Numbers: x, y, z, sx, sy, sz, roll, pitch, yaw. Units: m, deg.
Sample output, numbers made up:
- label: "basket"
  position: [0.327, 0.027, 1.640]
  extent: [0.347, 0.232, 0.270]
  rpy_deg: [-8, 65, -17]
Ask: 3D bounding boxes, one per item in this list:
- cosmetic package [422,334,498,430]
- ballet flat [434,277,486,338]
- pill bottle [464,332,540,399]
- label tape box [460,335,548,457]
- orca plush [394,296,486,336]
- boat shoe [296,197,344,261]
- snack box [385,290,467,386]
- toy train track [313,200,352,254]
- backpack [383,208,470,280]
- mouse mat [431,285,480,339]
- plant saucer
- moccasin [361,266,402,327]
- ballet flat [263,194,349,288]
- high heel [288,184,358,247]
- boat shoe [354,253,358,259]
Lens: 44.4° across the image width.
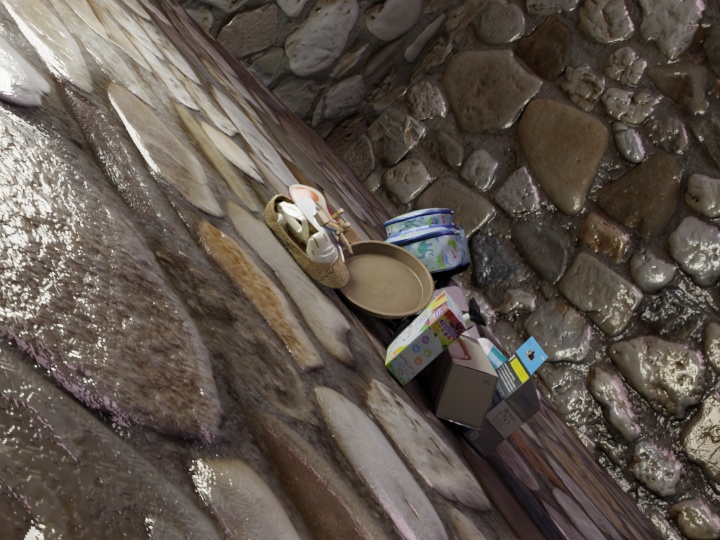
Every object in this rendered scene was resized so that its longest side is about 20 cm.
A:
- label: "cosmetic package"
  position: [0.172, 0.186, 1.558]
  extent: [0.086, 0.105, 0.200]
  rpy_deg: [17, 11, -7]
- label: "ballet flat"
  position: [0.210, 0.110, 1.903]
  extent: [0.202, 0.067, 0.069]
  rpy_deg: [59, 28, -17]
- label: "pill bottle"
  position: [0.246, 0.210, 1.712]
  extent: [0.200, 0.111, 0.111]
  rpy_deg: [46, 7, 1]
- label: "label tape box"
  position: [0.266, 0.224, 1.579]
  extent: [0.063, 0.200, 0.144]
  rpy_deg: [46, 7, -9]
- label: "orca plush"
  position: [0.149, 0.082, 1.671]
  extent: [0.104, 0.199, 0.072]
  rpy_deg: [30, 53, -23]
- label: "boat shoe"
  position: [-0.076, -0.058, 1.610]
  extent: [0.068, 0.072, 0.201]
  rpy_deg: [40, 11, -39]
- label: "snack box"
  position: [0.111, 0.112, 1.509]
  extent: [0.053, 0.142, 0.200]
  rpy_deg: [46, 7, -2]
- label: "toy train track"
  position: [-0.045, -0.088, 1.568]
  extent: [0.116, 0.032, 0.200]
  rpy_deg: [56, 8, 7]
- label: "backpack"
  position: [0.123, -0.047, 1.813]
  extent: [0.200, 0.179, 0.150]
  rpy_deg: [-20, 96, -73]
- label: "mouse mat"
  position: [0.184, 0.131, 1.795]
  extent: [0.159, 0.008, 0.204]
  rpy_deg: [-9, 73, -39]
- label: "plant saucer"
  position: [0.039, 0.020, 1.626]
  extent: [0.196, 0.030, 0.202]
  rpy_deg: [10, 40, -8]
- label: "moccasin"
  position: [0.055, 0.056, 1.726]
  extent: [0.199, 0.081, 0.068]
  rpy_deg: [38, 9, -48]
- label: "ballet flat"
  position: [-0.092, -0.053, 1.488]
  extent: [0.200, 0.070, 0.066]
  rpy_deg: [42, -33, 16]
- label: "high heel"
  position: [-0.086, -0.104, 1.943]
  extent: [0.200, 0.067, 0.096]
  rpy_deg: [45, -22, 12]
- label: "boat shoe"
  position: [0.000, 0.000, 1.783]
  extent: [0.200, 0.066, 0.074]
  rpy_deg: [30, 47, -73]
